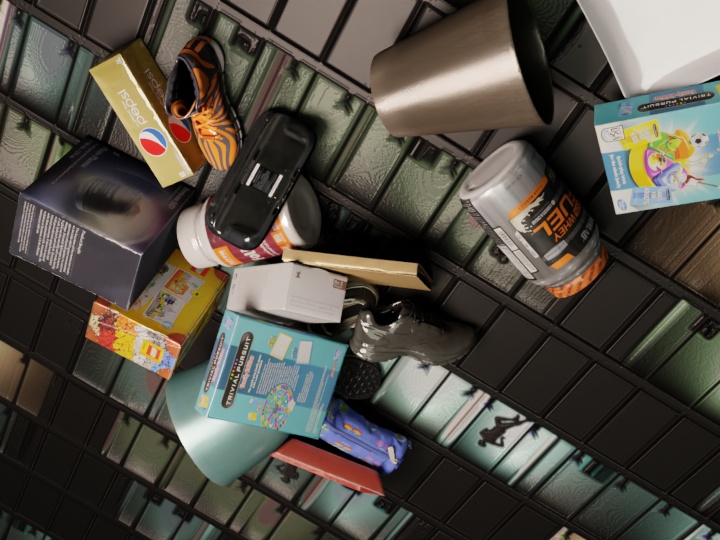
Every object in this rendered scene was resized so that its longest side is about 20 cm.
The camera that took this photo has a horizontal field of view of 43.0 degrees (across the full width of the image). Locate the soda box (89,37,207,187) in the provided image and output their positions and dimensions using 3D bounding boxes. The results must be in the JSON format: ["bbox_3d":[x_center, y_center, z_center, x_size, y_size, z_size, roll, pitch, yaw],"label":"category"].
[{"bbox_3d":[-0.305,-0.229,1.339,0.063,0.068,0.201,-17,115,28],"label":"soda box"}]

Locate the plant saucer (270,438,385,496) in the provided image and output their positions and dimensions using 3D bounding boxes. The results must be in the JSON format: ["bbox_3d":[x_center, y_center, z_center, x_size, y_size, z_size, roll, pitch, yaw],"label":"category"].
[{"bbox_3d":[-0.061,0.337,1.589,0.197,0.037,0.200,23,166,-6],"label":"plant saucer"}]

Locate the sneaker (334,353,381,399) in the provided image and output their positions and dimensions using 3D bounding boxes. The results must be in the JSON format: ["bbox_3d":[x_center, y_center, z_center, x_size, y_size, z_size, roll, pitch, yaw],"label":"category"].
[{"bbox_3d":[-0.056,0.152,1.509,0.198,0.083,0.072,19,103,-28],"label":"sneaker"}]

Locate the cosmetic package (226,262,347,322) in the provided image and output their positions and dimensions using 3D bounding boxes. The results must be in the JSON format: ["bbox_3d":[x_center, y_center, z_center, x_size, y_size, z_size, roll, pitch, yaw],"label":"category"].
[{"bbox_3d":[-0.114,0.036,1.375,0.101,0.075,0.199,15,171,-30],"label":"cosmetic package"}]

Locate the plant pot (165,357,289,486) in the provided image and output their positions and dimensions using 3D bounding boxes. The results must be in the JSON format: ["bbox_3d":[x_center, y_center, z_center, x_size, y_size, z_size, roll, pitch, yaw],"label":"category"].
[{"bbox_3d":[-0.195,0.221,1.488,0.160,0.201,0.202,-29,112,7],"label":"plant pot"}]

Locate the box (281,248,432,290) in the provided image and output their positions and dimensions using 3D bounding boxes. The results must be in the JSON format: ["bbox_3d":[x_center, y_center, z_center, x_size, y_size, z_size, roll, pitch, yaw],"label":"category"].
[{"bbox_3d":[0.000,0.000,1.350,0.197,0.163,0.022,6,83,12],"label":"box"}]

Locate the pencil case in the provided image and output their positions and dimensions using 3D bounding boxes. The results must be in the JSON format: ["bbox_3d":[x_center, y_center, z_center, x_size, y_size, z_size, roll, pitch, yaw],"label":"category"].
[{"bbox_3d":[-0.008,0.276,1.541,0.199,0.087,0.079,34,86,-26],"label":"pencil case"}]

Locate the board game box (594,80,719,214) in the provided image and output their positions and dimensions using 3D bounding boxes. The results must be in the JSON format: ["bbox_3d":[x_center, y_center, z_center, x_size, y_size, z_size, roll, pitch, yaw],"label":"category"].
[{"bbox_3d":[0.407,-0.155,1.149,0.197,0.047,0.152,-8,134,23],"label":"board game box"}]

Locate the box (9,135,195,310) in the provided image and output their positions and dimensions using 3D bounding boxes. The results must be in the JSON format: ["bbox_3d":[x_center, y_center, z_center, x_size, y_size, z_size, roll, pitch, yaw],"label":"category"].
[{"bbox_3d":[-0.384,-0.077,1.385,0.196,0.201,0.124,26,126,-2],"label":"box"}]

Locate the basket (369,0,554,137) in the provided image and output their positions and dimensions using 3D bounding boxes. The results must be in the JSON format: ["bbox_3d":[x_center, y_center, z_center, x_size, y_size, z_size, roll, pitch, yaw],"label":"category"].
[{"bbox_3d":[0.123,-0.247,1.153,0.198,0.136,0.182,-10,118,27],"label":"basket"}]

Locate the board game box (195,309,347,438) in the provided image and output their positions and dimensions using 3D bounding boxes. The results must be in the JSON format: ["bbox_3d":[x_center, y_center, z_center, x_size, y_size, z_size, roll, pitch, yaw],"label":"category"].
[{"bbox_3d":[-0.130,0.157,1.368,0.198,0.047,0.153,18,90,-34],"label":"board game box"}]

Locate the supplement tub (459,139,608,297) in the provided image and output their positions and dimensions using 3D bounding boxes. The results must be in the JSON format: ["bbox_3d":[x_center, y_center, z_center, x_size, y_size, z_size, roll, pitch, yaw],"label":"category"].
[{"bbox_3d":[0.237,-0.067,1.237,0.122,0.123,0.200,-34,108,33],"label":"supplement tub"}]

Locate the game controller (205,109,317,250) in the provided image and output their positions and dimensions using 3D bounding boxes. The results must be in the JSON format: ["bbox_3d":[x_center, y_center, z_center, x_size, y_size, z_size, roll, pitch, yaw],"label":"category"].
[{"bbox_3d":[-0.141,-0.129,1.294,0.104,0.042,0.202,28,87,18],"label":"game controller"}]

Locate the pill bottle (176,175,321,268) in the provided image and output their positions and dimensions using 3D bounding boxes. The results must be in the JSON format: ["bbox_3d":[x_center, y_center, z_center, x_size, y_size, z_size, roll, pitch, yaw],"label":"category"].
[{"bbox_3d":[-0.169,-0.070,1.371,0.198,0.115,0.115,-13,118,25],"label":"pill bottle"}]

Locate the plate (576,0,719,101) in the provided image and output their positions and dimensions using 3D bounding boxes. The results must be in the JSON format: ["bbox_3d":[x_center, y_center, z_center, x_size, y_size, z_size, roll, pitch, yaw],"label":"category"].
[{"bbox_3d":[0.375,-0.315,1.083,0.198,0.032,0.201,-23,112,29],"label":"plate"}]

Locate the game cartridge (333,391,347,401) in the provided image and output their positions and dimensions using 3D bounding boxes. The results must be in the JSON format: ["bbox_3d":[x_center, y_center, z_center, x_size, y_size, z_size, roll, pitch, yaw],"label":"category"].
[{"bbox_3d":[-0.129,0.188,1.581,0.199,0.039,0.130,38,129,-9],"label":"game cartridge"}]

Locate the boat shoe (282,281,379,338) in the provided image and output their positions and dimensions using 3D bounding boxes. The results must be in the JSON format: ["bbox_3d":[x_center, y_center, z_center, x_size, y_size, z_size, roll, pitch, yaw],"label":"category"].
[{"bbox_3d":[-0.060,0.076,1.463,0.199,0.064,0.071,-28,111,31],"label":"boat shoe"}]

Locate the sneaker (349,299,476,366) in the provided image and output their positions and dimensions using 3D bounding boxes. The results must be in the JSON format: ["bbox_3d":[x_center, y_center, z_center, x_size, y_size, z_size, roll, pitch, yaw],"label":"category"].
[{"bbox_3d":[0.085,0.091,1.396,0.197,0.076,0.092,0,122,-12],"label":"sneaker"}]

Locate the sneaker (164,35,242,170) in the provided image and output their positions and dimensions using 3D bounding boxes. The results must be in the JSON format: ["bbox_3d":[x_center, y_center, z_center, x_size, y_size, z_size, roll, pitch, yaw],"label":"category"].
[{"bbox_3d":[-0.230,-0.219,1.294,0.076,0.112,0.202,-1,122,18],"label":"sneaker"}]

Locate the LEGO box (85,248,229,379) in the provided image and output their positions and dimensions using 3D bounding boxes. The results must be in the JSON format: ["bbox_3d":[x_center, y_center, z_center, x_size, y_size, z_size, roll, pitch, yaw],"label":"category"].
[{"bbox_3d":[-0.317,0.054,1.449,0.148,0.201,0.078,27,126,0],"label":"LEGO box"}]
